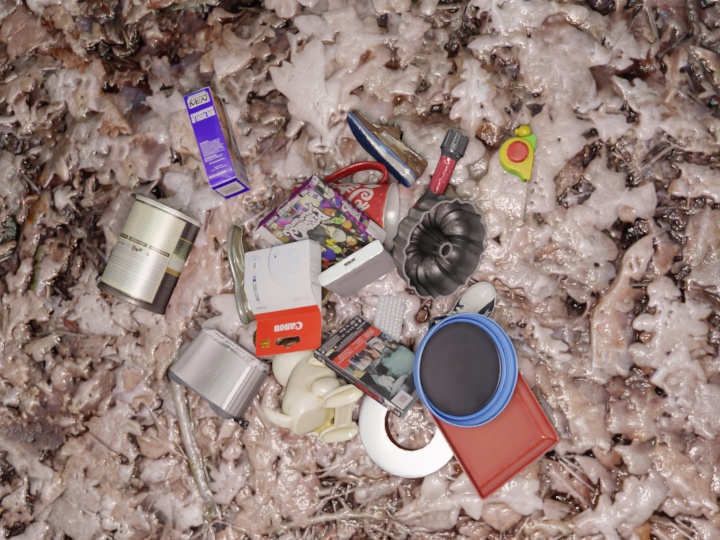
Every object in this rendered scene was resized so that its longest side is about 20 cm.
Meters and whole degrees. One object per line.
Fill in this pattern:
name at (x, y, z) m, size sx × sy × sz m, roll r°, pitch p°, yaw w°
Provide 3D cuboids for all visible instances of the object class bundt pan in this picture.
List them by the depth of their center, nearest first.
bundt pan at (0.142, -0.050, 1.647) m, size 0.203 × 0.201 × 0.076 m, roll -55°, pitch 39°, yaw -2°

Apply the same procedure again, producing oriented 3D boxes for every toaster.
toaster at (-0.268, 0.203, 1.703) m, size 0.199 × 0.114 × 0.130 m, roll 33°, pitch 86°, yaw 16°

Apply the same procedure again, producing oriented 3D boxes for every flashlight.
flashlight at (0.156, -0.176, 1.706) m, size 0.067 × 0.068 × 0.202 m, roll 23°, pitch 91°, yaw 46°

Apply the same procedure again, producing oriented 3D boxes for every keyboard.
keyboard at (0.047, 0.136, 1.672) m, size 0.055 × 0.011 × 0.202 m, roll 7°, pitch 58°, yaw 8°

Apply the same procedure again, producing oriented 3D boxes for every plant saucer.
plant saucer at (0.241, 0.284, 1.602) m, size 0.198 × 0.037 × 0.201 m, roll -31°, pitch 89°, yaw -20°

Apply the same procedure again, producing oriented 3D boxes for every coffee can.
coffee can at (-0.423, -0.031, 1.746) m, size 0.145 × 0.146 × 0.202 m, roll 22°, pitch 86°, yaw 12°

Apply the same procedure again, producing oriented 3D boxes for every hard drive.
hard drive at (0.000, 0.000, 1.640) m, size 0.131 × 0.200 × 0.026 m, roll -31°, pitch 78°, yaw 5°

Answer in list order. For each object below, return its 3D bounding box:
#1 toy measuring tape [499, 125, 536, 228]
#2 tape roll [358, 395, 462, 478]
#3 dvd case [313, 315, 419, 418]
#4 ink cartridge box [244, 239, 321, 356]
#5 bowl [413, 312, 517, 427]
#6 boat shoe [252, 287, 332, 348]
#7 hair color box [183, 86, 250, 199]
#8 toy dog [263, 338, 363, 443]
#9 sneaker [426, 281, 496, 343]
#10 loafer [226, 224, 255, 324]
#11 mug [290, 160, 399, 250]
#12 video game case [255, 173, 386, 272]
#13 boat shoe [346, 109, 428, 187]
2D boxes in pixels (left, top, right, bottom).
toy measuring tape at (0.298, -0.186, 1.688) m, size 0.072 × 0.074 × 0.203 m, roll 8°, pitch 83°, yaw 10°
tape roll at (0.098, 0.290, 1.653) m, size 0.197 × 0.066 × 0.204 m, roll -2°, pitch 82°, yaw 10°
dvd case at (0.031, 0.173, 1.597) m, size 0.199 × 0.146 × 0.022 m, roll 31°, pitch 129°, yaw 18°
ink cartridge box at (-0.149, 0.053, 1.643) m, size 0.158 × 0.047 × 0.203 m, roll -10°, pitch 72°, yaw 32°
bowl at (0.186, 0.177, 1.554) m, size 0.198 × 0.039 × 0.204 m, roll 1°, pitch 87°, yaw -19°
boat shoe at (-0.128, 0.086, 1.720) m, size 0.199 × 0.066 × 0.074 m, roll -41°, pitch 70°, yaw 6°
hair color box at (-0.292, -0.259, 1.777) m, size 0.064 × 0.109 × 0.202 m, roll -21°, pitch 79°, yaw 6°
toy dog at (-0.103, 0.223, 1.654) m, size 0.191 × 0.141 × 0.201 m, roll -16°, pitch 40°, yaw -14°
sneaker at (0.185, 0.101, 1.633) m, size 0.199 × 0.130 × 0.080 m, roll -45°, pitch 79°, yaw 1°
loafer at (-0.226, 0.005, 1.753) m, size 0.069 × 0.075 × 0.203 m, roll -10°, pitch 85°, yaw -4°
mug at (-0.027, -0.124, 1.722) m, size 0.197 × 0.178 × 0.135 m, roll 4°, pitch 125°, yaw 14°
video game case at (-0.077, -0.073, 1.646) m, size 0.181 × 0.199 × 0.036 m, roll 38°, pitch 47°, yaw -18°
boat shoe at (0.054, -0.256, 1.744) m, size 0.072 × 0.072 × 0.200 m, roll -41°, pitch 80°, yaw -10°
